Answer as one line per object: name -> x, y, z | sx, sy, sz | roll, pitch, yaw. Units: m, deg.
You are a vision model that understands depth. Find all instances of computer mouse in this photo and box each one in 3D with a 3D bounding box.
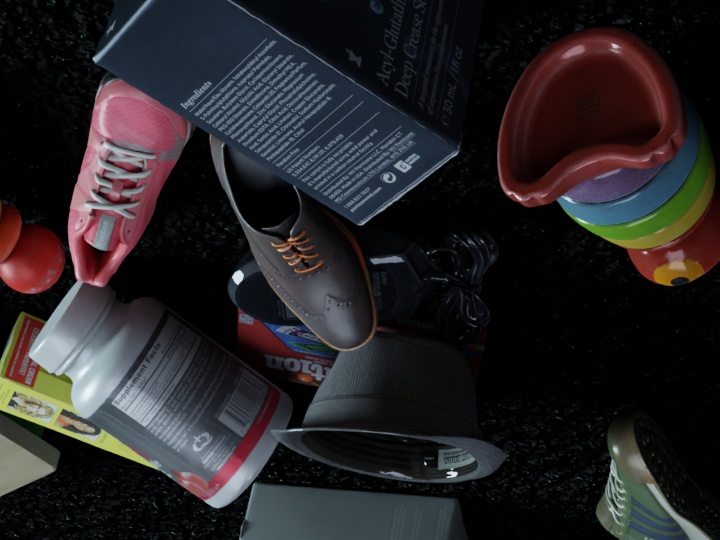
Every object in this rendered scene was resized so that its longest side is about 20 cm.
computer mouse -> 0.000, 0.000, 1.349 | 0.198, 0.053, 0.139 | 0, 144, -2

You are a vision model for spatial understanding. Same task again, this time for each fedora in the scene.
fedora -> 0.027, 0.101, 1.383 | 0.175, 0.091, 0.200 | -3, 161, 29

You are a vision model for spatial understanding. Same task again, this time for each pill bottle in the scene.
pill bottle -> -0.162, 0.092, 1.446 | 0.199, 0.111, 0.111 | 37, 138, -11

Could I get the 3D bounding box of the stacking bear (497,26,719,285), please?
stacking bear -> 0.183, -0.059, 1.169 | 0.120, 0.115, 0.200 | -19, 145, 23

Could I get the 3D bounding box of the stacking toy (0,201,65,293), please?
stacking toy -> -0.307, -0.042, 1.358 | 0.085, 0.086, 0.199 | -23, 134, 37

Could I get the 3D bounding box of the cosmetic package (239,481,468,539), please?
cosmetic package -> -0.009, 0.263, 1.639 | 0.198, 0.108, 0.091 | 2, 142, 16

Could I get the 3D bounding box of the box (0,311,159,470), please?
box -> -0.210, 0.110, 1.526 | 0.198, 0.076, 0.050 | 23, 140, -12

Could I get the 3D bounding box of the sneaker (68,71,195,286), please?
sneaker -> -0.167, -0.060, 1.283 | 0.073, 0.087, 0.201 | 16, 143, -6

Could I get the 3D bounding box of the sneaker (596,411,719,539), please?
sneaker -> 0.234, 0.193, 1.508 | 0.089, 0.068, 0.200 | -18, 137, 27

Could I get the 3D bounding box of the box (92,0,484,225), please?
box -> -0.036, -0.151, 1.077 | 0.199, 0.150, 0.107 | 30, 139, -23

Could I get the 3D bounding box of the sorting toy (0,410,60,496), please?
sorting toy -> -0.394, 0.128, 1.604 | 0.199, 0.070, 0.198 | -25, 129, 40

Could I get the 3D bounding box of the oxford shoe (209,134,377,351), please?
oxford shoe -> -0.050, -0.020, 1.253 | 0.071, 0.073, 0.201 | -28, 108, 11

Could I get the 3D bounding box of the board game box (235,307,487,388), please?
board game box -> -0.002, 0.065, 1.453 | 0.198, 0.020, 0.103 | 11, 144, 2
